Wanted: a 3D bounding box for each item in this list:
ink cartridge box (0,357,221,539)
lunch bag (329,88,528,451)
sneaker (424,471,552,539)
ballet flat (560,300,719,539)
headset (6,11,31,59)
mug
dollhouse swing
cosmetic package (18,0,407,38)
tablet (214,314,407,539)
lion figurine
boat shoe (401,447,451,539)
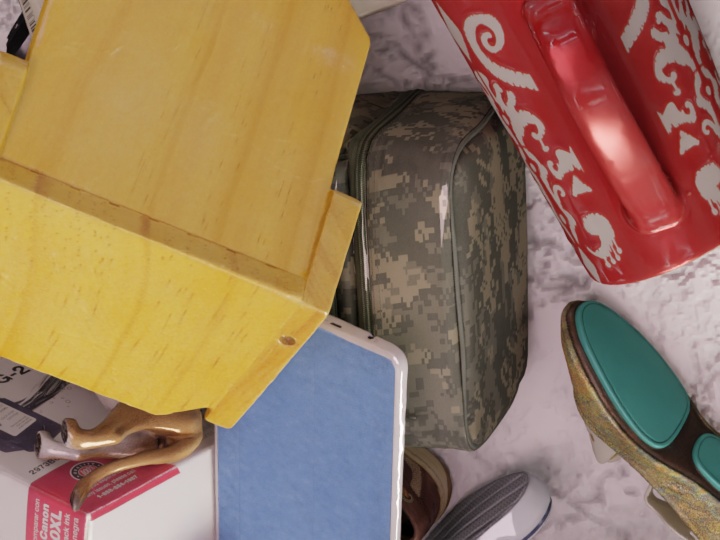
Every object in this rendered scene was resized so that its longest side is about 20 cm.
[{"bbox_3d":[-0.188,0.116,1.542,0.200,0.145,0.085,22,120,31],"label":"ink cartridge box"},{"bbox_3d":[0.000,0.000,1.476,0.167,0.139,0.201,5,113,21],"label":"lunch bag"},{"bbox_3d":[0.063,0.197,1.576,0.071,0.073,0.200,36,126,-9],"label":"sneaker"},{"bbox_3d":[0.175,0.105,1.503,0.200,0.071,0.071,44,117,-2],"label":"ballet flat"},{"bbox_3d":[-0.139,-0.132,1.461,0.123,0.094,0.201,5,72,-21],"label":"headset"},{"bbox_3d":[0.120,-0.093,1.386,0.133,0.178,0.200,-15,110,37],"label":"mug"},{"bbox_3d":[-0.113,-0.058,1.357,0.199,0.176,0.182,21,141,-16],"label":"dollhouse swing"},{"bbox_3d":[-0.083,-0.161,1.413,0.199,0.071,0.106,-19,94,-13],"label":"cosmetic package"},{"bbox_3d":[-0.029,0.105,1.456,0.130,0.014,0.201,22,129,28],"label":"tablet"},{"bbox_3d":[-0.130,0.064,1.499,0.122,0.200,0.073,4,134,-22],"label":"lion figurine"},{"bbox_3d":[-0.041,0.103,1.563,0.200,0.072,0.072,33,116,3],"label":"boat shoe"}]
